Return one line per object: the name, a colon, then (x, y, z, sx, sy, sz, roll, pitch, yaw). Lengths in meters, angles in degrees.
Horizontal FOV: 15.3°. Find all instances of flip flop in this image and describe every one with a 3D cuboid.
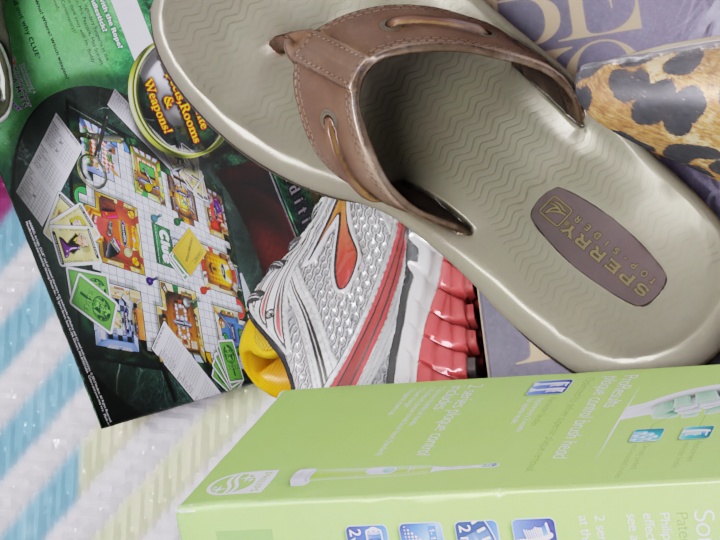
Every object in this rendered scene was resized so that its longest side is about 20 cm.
flip flop: (0.023, -0.040, 0.762, 0.200, 0.058, 0.081, 40, 87, 21)

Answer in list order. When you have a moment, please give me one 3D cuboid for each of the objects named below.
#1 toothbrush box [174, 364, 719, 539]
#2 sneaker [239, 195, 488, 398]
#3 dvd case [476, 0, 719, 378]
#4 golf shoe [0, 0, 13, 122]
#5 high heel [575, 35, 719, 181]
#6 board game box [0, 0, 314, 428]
toothbrush box: (0.068, 0.107, 0.712, 0.199, 0.086, 0.146, -5, 108, 23)
sneaker: (0.000, 0.000, 0.830, 0.082, 0.078, 0.201, -6, 57, 13)
dvd case: (0.104, -0.031, 0.783, 0.148, 0.016, 0.201, -9, 72, 7)
golf shoe: (-0.165, -0.061, 0.898, 0.097, 0.078, 0.200, 36, 132, 16)
high heel: (0.146, 0.014, 0.718, 0.199, 0.071, 0.143, 11, 74, 4)
board game box: (-0.080, -0.053, 0.909, 0.105, 0.023, 0.201, -16, 99, 30)
